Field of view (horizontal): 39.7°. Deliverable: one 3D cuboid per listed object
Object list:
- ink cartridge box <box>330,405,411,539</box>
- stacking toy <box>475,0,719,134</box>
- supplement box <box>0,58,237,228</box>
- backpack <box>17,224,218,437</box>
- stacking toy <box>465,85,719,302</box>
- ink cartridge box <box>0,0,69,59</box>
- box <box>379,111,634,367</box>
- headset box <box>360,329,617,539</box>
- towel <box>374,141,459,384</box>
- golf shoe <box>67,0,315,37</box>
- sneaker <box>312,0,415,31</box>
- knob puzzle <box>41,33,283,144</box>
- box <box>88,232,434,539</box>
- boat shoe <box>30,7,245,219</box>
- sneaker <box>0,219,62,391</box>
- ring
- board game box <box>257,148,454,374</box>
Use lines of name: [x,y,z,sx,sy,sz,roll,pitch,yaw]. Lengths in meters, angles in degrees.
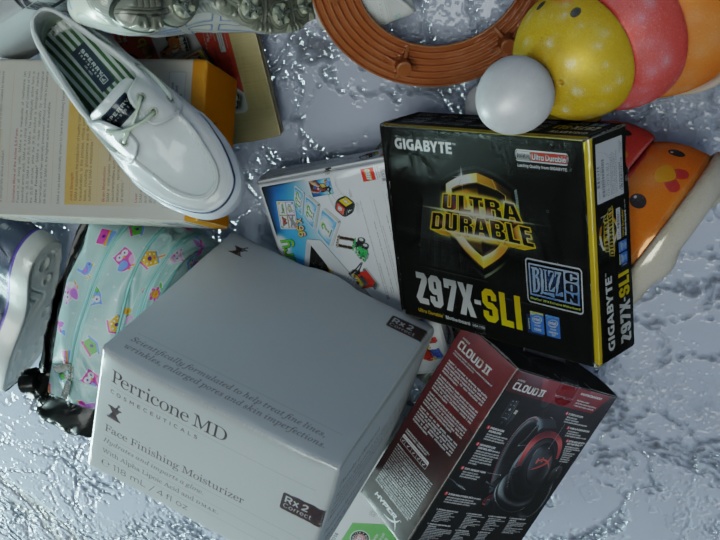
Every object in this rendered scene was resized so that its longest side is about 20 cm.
ink cartridge box: [-0.038,0.177,0.970,0.199,0.084,0.146,26,121,-2]
stacking toy: [0.153,-0.147,0.659,0.146,0.200,0.146,36,147,28]
supplement box: [-0.206,-0.101,0.804,0.199,0.074,0.127,3,89,12]
backpack: [-0.204,0.038,0.902,0.126,0.167,0.201,21,106,9]
stacking toy: [0.161,-0.075,0.762,0.200,0.146,0.146,37,122,9]
ink cartridge box: [-0.237,-0.267,0.751,0.199,0.083,0.146,-22,87,25]
box: [0.103,-0.030,0.731,0.200,0.049,0.160,15,120,48]
headset box: [0.116,0.140,0.852,0.148,0.075,0.201,17,108,-42]
towel: [0.049,0.004,0.882,0.192,0.035,0.200,33,121,-5]
golf shoe: [-0.121,-0.208,0.735,0.097,0.199,0.079,1,99,45]
sneaker: [0.001,-0.275,0.726,0.088,0.075,0.201,-2,128,10]
knob puzzle: [-0.175,-0.186,0.836,0.218,0.030,0.221,6,120,10]
box: [-0.076,0.098,0.796,0.198,0.200,0.131,25,125,12]
boat shoe: [-0.170,-0.112,0.724,0.200,0.067,0.074,41,96,10]
sneaker: [-0.376,0.010,0.974,0.146,0.081,0.201,29,125,7]
ring: [0.061,-0.221,0.725,0.199,0.019,0.201,-3,128,-4]
board game box: [0.000,0.000,0.861,0.126,0.035,0.201,-8,113,20]
